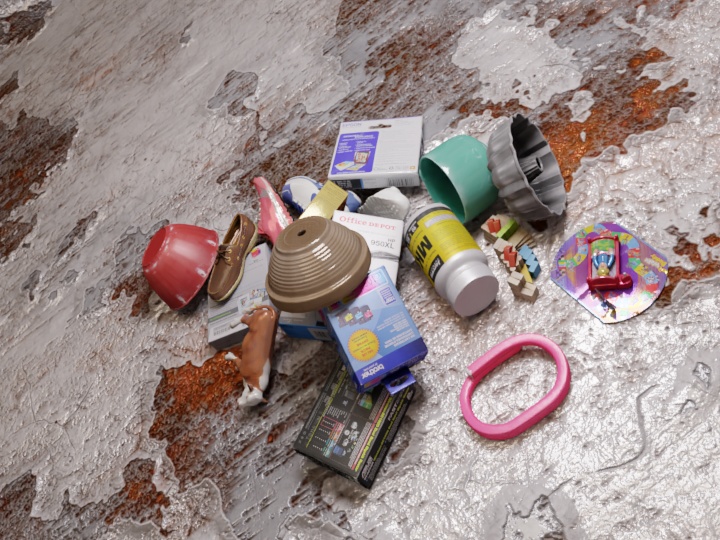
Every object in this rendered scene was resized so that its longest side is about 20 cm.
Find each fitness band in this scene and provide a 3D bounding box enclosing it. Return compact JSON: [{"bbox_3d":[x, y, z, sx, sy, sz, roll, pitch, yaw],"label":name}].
[{"bbox_3d":[0.255,0.191,1.249,0.198,0.038,0.145,-36,50,4],"label":"fitness band"}]

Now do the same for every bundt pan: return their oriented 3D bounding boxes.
[{"bbox_3d":[0.298,-0.181,1.379,0.075,0.200,0.206,-25,48,34],"label":"bundt pan"}]

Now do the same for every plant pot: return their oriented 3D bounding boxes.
[{"bbox_3d":[-0.085,-0.028,1.297,0.196,0.094,0.203,-16,35,11],"label":"plant pot"}]

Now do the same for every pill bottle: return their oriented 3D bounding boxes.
[{"bbox_3d":[0.167,-0.021,1.386,0.113,0.115,0.201,-34,49,3],"label":"pill bottle"}]

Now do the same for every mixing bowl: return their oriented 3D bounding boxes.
[{"bbox_3d":[-0.415,-0.027,1.669,0.199,0.108,0.203,-34,39,32],"label":"mixing bowl"}]

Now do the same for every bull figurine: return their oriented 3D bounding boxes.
[{"bbox_3d":[-0.213,0.165,1.478,0.120,0.064,0.205,14,89,42],"label":"bull figurine"}]

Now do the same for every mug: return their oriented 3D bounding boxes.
[{"bbox_3d":[0.193,-0.194,1.457,0.113,0.153,0.186,-33,61,-10],"label":"mug"}]

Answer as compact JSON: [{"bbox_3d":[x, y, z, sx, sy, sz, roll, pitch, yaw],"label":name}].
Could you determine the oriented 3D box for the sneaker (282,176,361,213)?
[{"bbox_3d":[-0.104,-0.129,1.629,0.196,0.081,0.117,14,64,33],"label":"sneaker"}]

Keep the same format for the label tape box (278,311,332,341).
[{"bbox_3d":[-0.068,0.037,1.510,0.140,0.066,0.204,2,62,29],"label":"label tape box"}]

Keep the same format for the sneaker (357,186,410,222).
[{"bbox_3d":[0.058,-0.136,1.503,0.080,0.077,0.199,-39,13,-15],"label":"sneaker"}]

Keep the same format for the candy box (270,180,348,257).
[{"bbox_3d":[-0.102,-0.067,1.484,0.056,0.117,0.201,33,66,7],"label":"candy box"}]

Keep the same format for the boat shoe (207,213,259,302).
[{"bbox_3d":[-0.286,-0.031,1.619,0.071,0.068,0.204,6,62,31],"label":"boat shoe"}]

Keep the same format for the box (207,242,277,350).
[{"bbox_3d":[-0.256,0.054,1.617,0.153,0.041,0.204,-21,52,15],"label":"box"}]

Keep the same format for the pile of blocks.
[{"bbox_3d":[0.283,-0.040,1.370,0.081,0.062,0.203,-27,51,10],"label":"pile of blocks"}]

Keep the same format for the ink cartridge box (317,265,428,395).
[{"bbox_3d":[0.027,0.115,1.287,0.134,0.077,0.203,-25,74,-10],"label":"ink cartridge box"}]

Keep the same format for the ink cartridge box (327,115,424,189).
[{"bbox_3d":[0.039,-0.256,1.626,0.193,0.044,0.203,-2,46,12],"label":"ink cartridge box"}]

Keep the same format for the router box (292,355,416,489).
[{"bbox_3d":[-0.009,0.261,1.329,0.147,0.062,0.203,15,67,35],"label":"router box"}]

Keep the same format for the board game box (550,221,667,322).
[{"bbox_3d":[0.424,-0.012,1.288,0.158,0.039,0.200,-42,50,-2],"label":"board game box"}]

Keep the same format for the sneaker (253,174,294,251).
[{"bbox_3d":[-0.200,-0.121,1.643,0.086,0.074,0.202,-31,70,-2],"label":"sneaker"}]

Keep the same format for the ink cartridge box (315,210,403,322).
[{"bbox_3d":[0.000,0.000,1.419,0.141,0.085,0.204,9,64,1],"label":"ink cartridge box"}]
